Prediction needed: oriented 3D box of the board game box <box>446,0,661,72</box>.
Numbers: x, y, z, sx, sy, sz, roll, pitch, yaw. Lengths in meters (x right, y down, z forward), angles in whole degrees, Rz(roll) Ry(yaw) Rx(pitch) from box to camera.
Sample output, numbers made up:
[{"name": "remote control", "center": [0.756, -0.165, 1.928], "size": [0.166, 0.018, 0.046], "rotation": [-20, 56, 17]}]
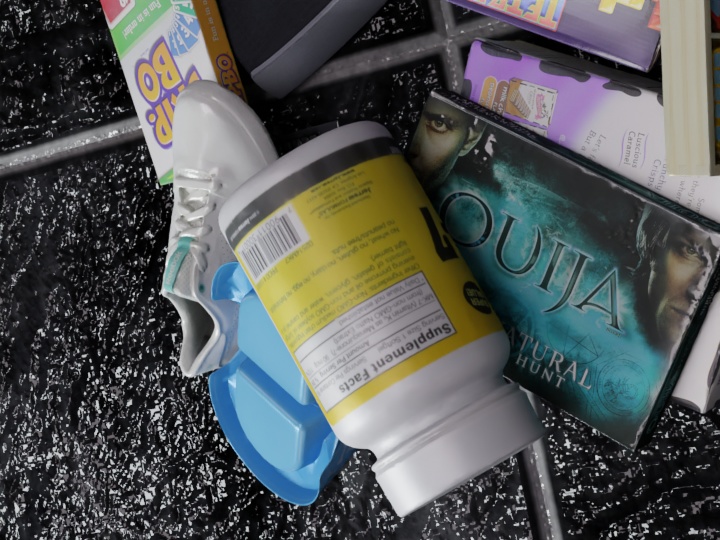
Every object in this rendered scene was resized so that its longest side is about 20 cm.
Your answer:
[{"name": "board game box", "center": [0.087, -0.173, 0.920], "size": [0.199, 0.165, 0.057], "rotation": [22, 108, 12]}]

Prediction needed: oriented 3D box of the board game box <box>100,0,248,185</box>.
[{"name": "board game box", "center": [-0.126, -0.145, 1.117], "size": [0.095, 0.030, 0.201], "rotation": [-9, 104, 47]}]

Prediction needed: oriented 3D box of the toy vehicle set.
[{"name": "toy vehicle set", "center": [0.198, -0.151, 0.836], "size": [0.026, 0.124, 0.201], "rotation": [3, 98, 46]}]

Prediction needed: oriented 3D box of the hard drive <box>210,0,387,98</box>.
[{"name": "hard drive", "center": [-0.032, -0.223, 1.074], "size": [0.200, 0.042, 0.135], "rotation": [-43, 75, 26]}]

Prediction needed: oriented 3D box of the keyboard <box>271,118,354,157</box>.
[{"name": "keyboard", "center": [0.000, 0.000, 1.093], "size": [0.126, 0.021, 0.201], "rotation": [-11, 91, 33]}]

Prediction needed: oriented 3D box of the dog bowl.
[{"name": "dog bowl", "center": [-0.043, 0.065, 1.064], "size": [0.111, 0.049, 0.201], "rotation": [39, 144, 27]}]

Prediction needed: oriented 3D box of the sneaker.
[{"name": "sneaker", "center": [-0.099, -0.021, 1.075], "size": [0.075, 0.088, 0.201], "rotation": [15, 125, 33]}]

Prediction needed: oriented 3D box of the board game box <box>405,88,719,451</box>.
[{"name": "board game box", "center": [0.103, -0.004, 0.950], "size": [0.199, 0.028, 0.136], "rotation": [29, 111, 25]}]

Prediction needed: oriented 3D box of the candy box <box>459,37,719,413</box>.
[{"name": "candy box", "center": [0.147, -0.031, 0.980], "size": [0.199, 0.071, 0.169], "rotation": [21, 106, 26]}]

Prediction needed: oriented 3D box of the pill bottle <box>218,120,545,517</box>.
[{"name": "pill bottle", "center": [0.014, 0.028, 0.925], "size": [0.114, 0.114, 0.201], "rotation": [-34, 80, 28]}]
